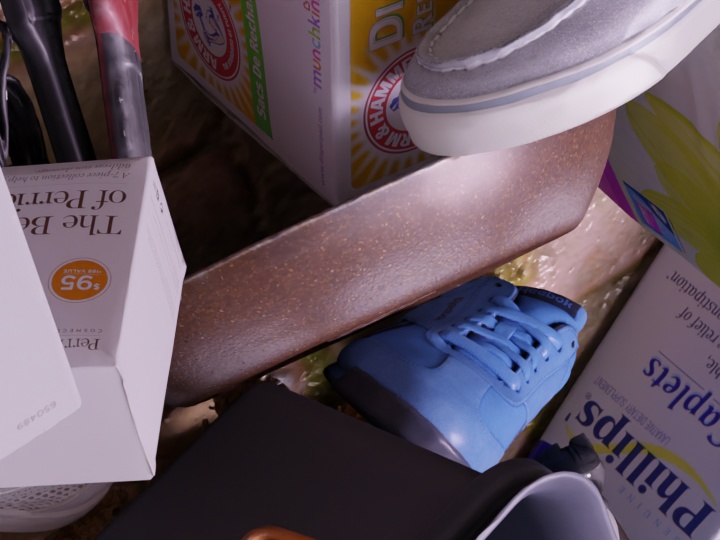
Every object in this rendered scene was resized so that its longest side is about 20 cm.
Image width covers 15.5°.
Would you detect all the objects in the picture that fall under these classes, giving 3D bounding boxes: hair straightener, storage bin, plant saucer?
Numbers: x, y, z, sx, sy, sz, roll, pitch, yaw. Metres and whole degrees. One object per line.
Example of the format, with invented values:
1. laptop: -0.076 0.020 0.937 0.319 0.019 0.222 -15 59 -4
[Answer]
1. hair straightener: -0.098 -0.053 0.775 0.077 0.041 0.200 -8 101 10
2. storage bin: -0.032 0.126 0.820 0.200 0.134 0.146 -45 137 -22
3. plant saucer: 0.000 0.000 0.869 0.200 0.037 0.200 -26 178 -1

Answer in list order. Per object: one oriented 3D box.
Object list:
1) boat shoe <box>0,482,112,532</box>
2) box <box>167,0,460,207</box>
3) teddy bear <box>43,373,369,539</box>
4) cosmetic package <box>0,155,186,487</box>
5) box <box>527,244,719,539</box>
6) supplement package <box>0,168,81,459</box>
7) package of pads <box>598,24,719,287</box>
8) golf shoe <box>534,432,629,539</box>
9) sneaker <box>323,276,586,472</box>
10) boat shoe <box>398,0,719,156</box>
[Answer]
1. boat shoe: -0.160 0.043 0.802 0.200 0.071 0.069 0 160 -27
2. box: 0.007 -0.137 0.811 0.112 0.101 0.200 -24 135 -25
3. teddy bear: -0.057 0.104 0.974 0.200 0.067 0.145 -34 151 -40
4. cosmetic package: -0.154 0.018 0.728 0.200 0.083 0.051 -4 137 8
5. box: 0.194 0.055 1.129 0.184 0.105 0.200 18 108 -48
6. supplement package: -0.178 -0.028 0.659 0.117 0.200 0.117 -32 138 -18
7. package of pads: 0.125 -0.067 0.931 0.068 0.154 0.200 -39 139 -9
8. golf shoe: 0.062 0.142 1.056 0.078 0.095 0.200 -24 164 -16
9. sneaker: 0.040 0.031 0.949 0.078 0.066 0.200 -45 176 6
10. boat shoe: 0.086 -0.111 0.780 0.201 0.070 0.072 -36 122 -15
